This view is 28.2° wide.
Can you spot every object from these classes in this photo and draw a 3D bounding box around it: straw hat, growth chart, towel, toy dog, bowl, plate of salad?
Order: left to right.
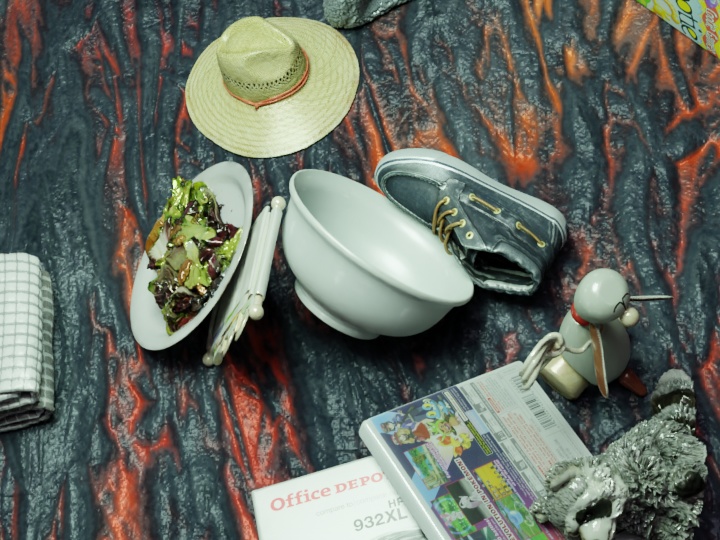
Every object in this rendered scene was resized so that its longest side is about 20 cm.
[{"bbox_3d":[-0.402,0.083,1.426,0.197,0.086,0.168,-11,60,5],"label":"towel"},{"bbox_3d":[-0.174,-0.020,1.397,0.199,0.048,0.202,-34,41,35],"label":"plate of salad"},{"bbox_3d":[-0.113,0.017,1.345,0.018,0.200,0.147,18,66,-14],"label":"growth chart"},{"bbox_3d":[-0.106,-0.223,1.529,0.198,0.085,0.203,-6,58,10],"label":"straw hat"},{"bbox_3d":[0.000,0.000,1.338,0.201,0.200,0.091,45,112,31],"label":"bowl"},{"bbox_3d":[0.216,0.066,1.238,0.096,0.200,0.133,35,98,11],"label":"toy dog"}]

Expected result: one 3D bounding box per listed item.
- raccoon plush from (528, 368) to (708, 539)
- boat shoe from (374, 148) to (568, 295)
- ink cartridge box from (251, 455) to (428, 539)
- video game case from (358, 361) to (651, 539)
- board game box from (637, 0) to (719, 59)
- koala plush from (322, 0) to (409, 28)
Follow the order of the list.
[{"bbox_3d":[0.213,0.159,1.213,0.132,0.098,0.201,10,29,1],"label":"raccoon plush"},{"bbox_3d":[0.094,-0.047,1.360,0.198,0.071,0.091,21,45,13],"label":"boat shoe"},{"bbox_3d":[-0.002,0.270,1.213,0.143,0.084,0.202,-16,57,4],"label":"ink cartridge box"},{"bbox_3d":[0.122,0.182,1.217,0.180,0.023,0.201,-17,58,-32],"label":"video game case"},{"bbox_3d":[0.339,-0.322,1.469,0.105,0.103,0.200,-39,58,-11],"label":"board game box"},{"bbox_3d":[0.010,-0.403,1.540,0.182,0.201,0.179,-23,57,-1],"label":"koala plush"}]
